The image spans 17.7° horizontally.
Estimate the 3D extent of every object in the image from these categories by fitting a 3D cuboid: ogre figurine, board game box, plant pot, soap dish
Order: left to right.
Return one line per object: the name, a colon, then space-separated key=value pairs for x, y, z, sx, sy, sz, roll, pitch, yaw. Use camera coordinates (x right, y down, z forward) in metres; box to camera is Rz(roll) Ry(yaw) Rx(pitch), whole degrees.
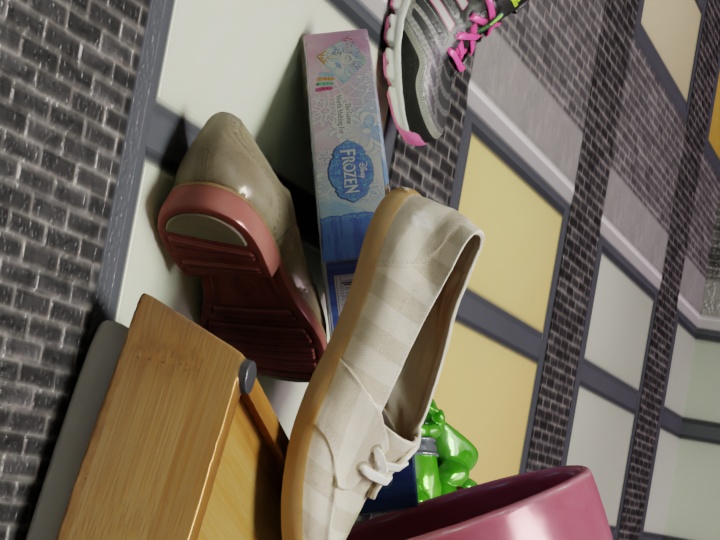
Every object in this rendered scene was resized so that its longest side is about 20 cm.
soap dish: x=-0.089 y=0.127 z=1.146 sx=0.200 sy=0.081 sz=0.158 roll=67 pitch=35 yaw=-60
board game box: x=0.000 y=0.000 z=1.340 sx=0.200 sy=0.043 sz=0.201 roll=-97 pitch=-179 yaw=-47
ogre figurine: x=0.059 y=0.191 z=1.680 sx=0.200 sy=0.098 sz=0.120 roll=97 pitch=0 yaw=-50
plant pot: x=0.059 y=0.221 z=1.276 sx=0.200 sy=0.199 sz=0.180 roll=-16 pitch=87 yaw=-73

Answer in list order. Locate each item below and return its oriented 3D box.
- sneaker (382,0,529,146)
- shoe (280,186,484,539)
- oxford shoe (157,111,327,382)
sneaker: x=0.072 y=-0.178 z=1.535 sx=0.074 sy=0.087 sz=0.201 roll=50 pitch=51 yaw=-70
shoe: x=0.010 y=0.059 z=1.173 sx=0.070 sy=0.053 sz=0.201 roll=9 pitch=99 yaw=-68
oxford shoe: x=-0.050 y=-0.007 z=1.233 sx=0.200 sy=0.070 sz=0.075 roll=73 pitch=26 yaw=-57
